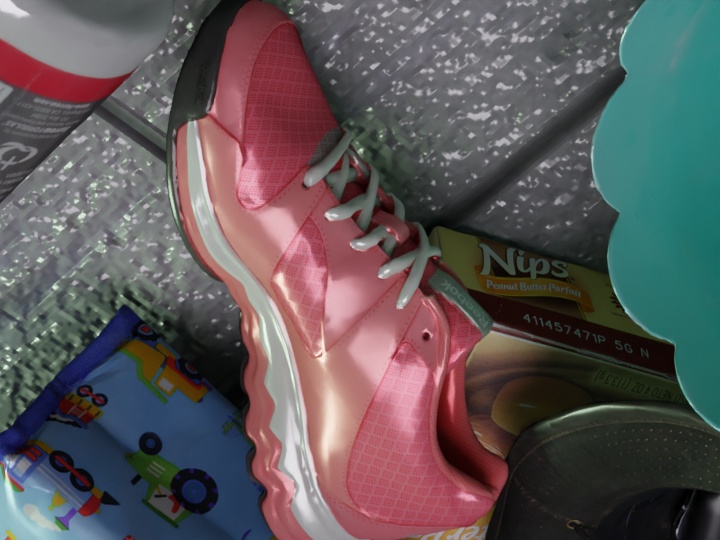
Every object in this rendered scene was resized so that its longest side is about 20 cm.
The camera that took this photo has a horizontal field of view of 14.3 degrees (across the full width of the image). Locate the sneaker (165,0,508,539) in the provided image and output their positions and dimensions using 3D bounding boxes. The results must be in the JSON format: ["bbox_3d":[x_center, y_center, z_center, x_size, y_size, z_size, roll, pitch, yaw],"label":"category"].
[{"bbox_3d":[0.000,0.000,0.941,0.087,0.074,0.200,-3,116,26],"label":"sneaker"}]

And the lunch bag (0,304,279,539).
[{"bbox_3d":[-0.096,0.134,1.043,0.151,0.094,0.200,43,135,0],"label":"lunch bag"}]

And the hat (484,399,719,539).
[{"bbox_3d":[0.138,0.101,0.970,0.200,0.081,0.201,27,141,25],"label":"hat"}]

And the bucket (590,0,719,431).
[{"bbox_3d":[0.188,-0.033,0.861,0.207,0.135,0.207,9,108,28],"label":"bucket"}]

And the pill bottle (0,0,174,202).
[{"bbox_3d":[-0.160,-0.052,0.894,0.111,0.111,0.200,34,120,-27],"label":"pill bottle"}]

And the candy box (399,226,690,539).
[{"bbox_3d":[0.042,0.086,1.053,0.115,0.055,0.200,16,126,-16],"label":"candy box"}]
